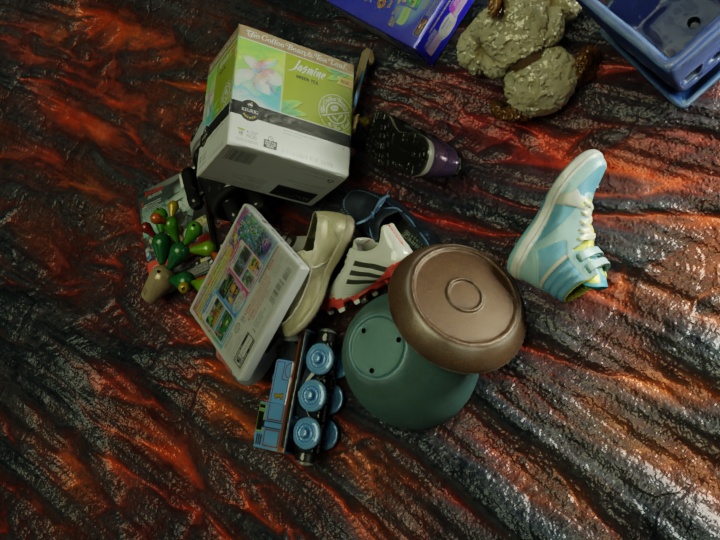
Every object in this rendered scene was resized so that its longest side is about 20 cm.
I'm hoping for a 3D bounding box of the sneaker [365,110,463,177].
[{"bbox_3d":[0.079,-0.180,1.286,0.200,0.087,0.077,44,121,52],"label":"sneaker"}]

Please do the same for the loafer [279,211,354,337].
[{"bbox_3d":[-0.079,0.000,1.259,0.202,0.068,0.076,-65,17,-7],"label":"loafer"}]

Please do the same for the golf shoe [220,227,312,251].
[{"bbox_3d":[-0.134,-0.033,1.335,0.198,0.095,0.078,-17,26,21],"label":"golf shoe"}]

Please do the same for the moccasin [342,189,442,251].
[{"bbox_3d":[0.047,-0.072,1.270,0.199,0.068,0.081,31,93,30],"label":"moccasin"}]

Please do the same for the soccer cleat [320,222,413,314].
[{"bbox_3d":[0.000,0.000,1.253,0.199,0.068,0.086,-31,82,44],"label":"soccer cleat"}]

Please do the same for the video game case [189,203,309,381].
[{"bbox_3d":[-0.171,0.030,1.278,0.182,0.024,0.202,45,112,41],"label":"video game case"}]

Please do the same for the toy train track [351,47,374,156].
[{"bbox_3d":[-0.003,-0.253,1.352,0.114,0.032,0.203,159,126,-67],"label":"toy train track"}]

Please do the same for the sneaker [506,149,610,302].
[{"bbox_3d":[0.296,-0.048,1.127,0.130,0.079,0.202,38,106,31],"label":"sneaker"}]

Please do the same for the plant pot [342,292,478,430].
[{"bbox_3d":[0.052,0.116,1.184,0.198,0.134,0.203,-7,75,26],"label":"plant pot"}]

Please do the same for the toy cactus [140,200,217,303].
[{"bbox_3d":[-0.317,-0.012,1.425,0.200,0.102,0.166,46,111,19],"label":"toy cactus"}]

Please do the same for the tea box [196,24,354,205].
[{"bbox_3d":[-0.127,-0.230,1.298,0.133,0.198,0.200,-29,54,55],"label":"tea box"}]

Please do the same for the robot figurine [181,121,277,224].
[{"bbox_3d":[-0.205,-0.163,1.395,0.125,0.148,0.202,-54,52,50],"label":"robot figurine"}]

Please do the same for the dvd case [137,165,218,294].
[{"bbox_3d":[-0.320,-0.070,1.495,0.145,0.022,0.203,-23,69,22],"label":"dvd case"}]

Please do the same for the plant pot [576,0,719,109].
[{"bbox_3d":[0.409,-0.339,1.076,0.200,0.179,0.201,-43,62,12],"label":"plant pot"}]

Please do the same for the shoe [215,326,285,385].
[{"bbox_3d":[-0.145,0.079,1.335,0.201,0.071,0.091,-51,41,-7],"label":"shoe"}]

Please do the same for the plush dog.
[{"bbox_3d":[0.238,-0.302,1.195,0.199,0.160,0.173,-30,92,21],"label":"plush dog"}]

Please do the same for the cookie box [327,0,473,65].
[{"bbox_3d":[0.073,-0.446,1.343,0.199,0.075,0.172,37,97,30],"label":"cookie box"}]

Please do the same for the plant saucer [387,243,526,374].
[{"bbox_3d":[0.135,0.040,1.140,0.202,0.198,0.035,63,152,24],"label":"plant saucer"}]

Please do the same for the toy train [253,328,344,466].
[{"bbox_3d":[-0.087,0.183,1.267,0.113,0.087,0.203,6,81,25],"label":"toy train"}]
